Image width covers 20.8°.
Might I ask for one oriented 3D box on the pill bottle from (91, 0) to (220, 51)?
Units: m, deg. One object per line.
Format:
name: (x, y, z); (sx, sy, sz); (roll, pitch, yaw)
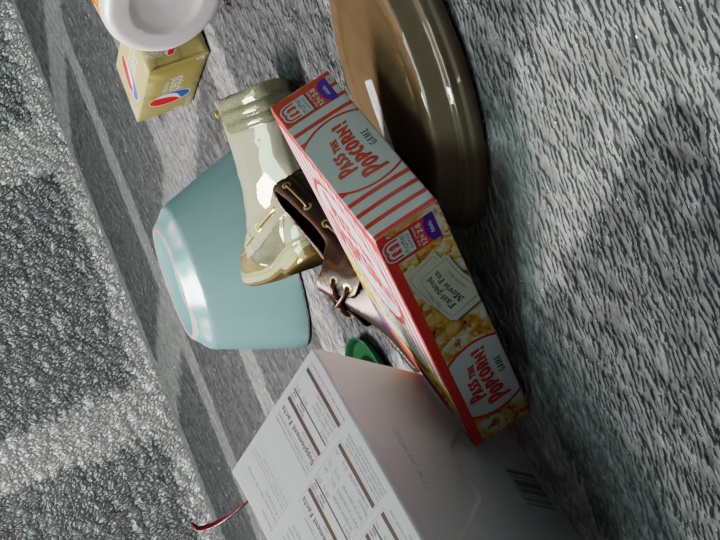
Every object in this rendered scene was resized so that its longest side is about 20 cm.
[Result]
pill bottle: (-0.203, -0.292, 1.723); (0.114, 0.112, 0.201); (83, 162, -46)

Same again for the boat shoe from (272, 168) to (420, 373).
boat shoe: (0.000, 0.000, 1.408); (0.071, 0.070, 0.201); (86, 159, -49)

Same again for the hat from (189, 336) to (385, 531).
hat: (-0.051, 0.173, 1.633); (0.166, 0.174, 0.201); (-123, 18, -44)

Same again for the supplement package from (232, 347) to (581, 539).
supplement package: (0.038, 0.166, 1.233); (0.111, 0.155, 0.201); (-55, 42, 23)

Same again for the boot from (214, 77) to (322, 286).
boot: (-0.075, -0.072, 1.611); (0.156, 0.071, 0.200); (69, 162, 1)

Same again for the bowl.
bowl: (-0.133, -0.006, 1.886); (0.201, 0.104, 0.203); (161, 90, -78)

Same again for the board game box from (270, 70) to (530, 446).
board game box: (0.027, -0.007, 1.220); (0.152, 0.046, 0.201); (53, 173, 46)

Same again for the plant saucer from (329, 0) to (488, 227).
plant saucer: (0.025, -0.119, 1.213); (0.200, 0.029, 0.202); (159, 90, -78)

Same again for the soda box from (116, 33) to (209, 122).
soda box: (-0.198, -0.210, 1.945); (0.200, 0.063, 0.068); (135, 114, -77)
